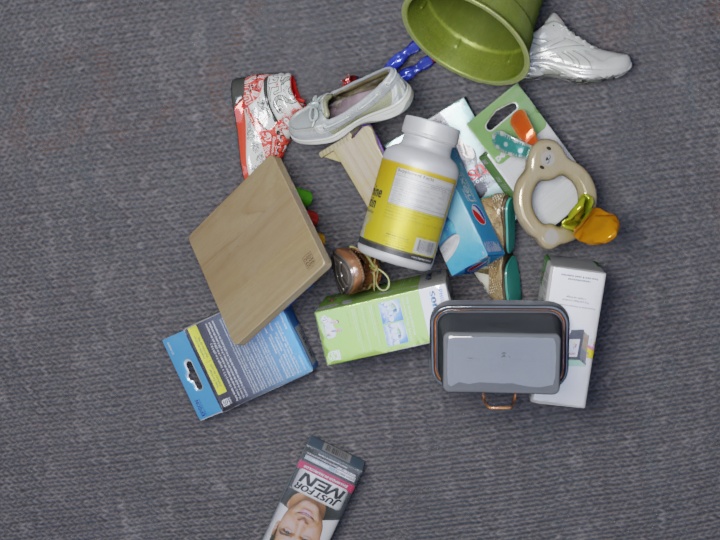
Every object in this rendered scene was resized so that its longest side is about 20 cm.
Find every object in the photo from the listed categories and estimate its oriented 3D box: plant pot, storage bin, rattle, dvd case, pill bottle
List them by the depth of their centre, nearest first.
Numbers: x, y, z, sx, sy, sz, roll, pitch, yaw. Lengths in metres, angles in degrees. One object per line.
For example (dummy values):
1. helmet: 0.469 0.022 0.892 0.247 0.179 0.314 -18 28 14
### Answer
1. storage bin: 0.190 0.123 1.595 0.198 0.134 0.147 1 98 6
2. pill bottle: 0.073 -0.108 1.624 0.111 0.112 0.202 16 94 3
3. rattle: 0.269 -0.130 1.631 0.129 0.143 0.202 -19 99 7
4. plant pot: 0.188 -0.398 1.646 0.199 0.200 0.191 30 73 1
5. dvd case: 0.145 -0.140 1.768 0.145 0.022 0.201 -29 96 8

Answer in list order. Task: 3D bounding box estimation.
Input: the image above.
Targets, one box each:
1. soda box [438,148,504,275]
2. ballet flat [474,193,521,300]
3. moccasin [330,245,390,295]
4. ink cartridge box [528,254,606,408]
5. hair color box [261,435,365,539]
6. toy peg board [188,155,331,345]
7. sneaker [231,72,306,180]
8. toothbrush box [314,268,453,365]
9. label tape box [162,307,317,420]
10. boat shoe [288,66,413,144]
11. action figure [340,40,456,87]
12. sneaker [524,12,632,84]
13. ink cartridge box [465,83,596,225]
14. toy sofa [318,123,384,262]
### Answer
1. soda box: 0.131 -0.097 1.697 0.068 0.064 0.202 -30 76 29
2. ballet flat: 0.203 -0.021 1.754 0.065 0.070 0.202 3 111 25
3. moccasin: 0.000 0.002 1.709 0.077 0.201 0.074 -14 82 1
4. ink cartridge box: 0.301 0.088 1.721 0.083 0.145 0.202 8 98 4
5. hair color box: -0.079 0.374 1.836 0.098 0.061 0.201 25 100 1
6. toy peg board: -0.126 -0.024 1.717 0.200 0.097 0.200 -41 61 26
7. sneaker: -0.127 -0.198 1.762 0.107 0.067 0.204 -8 94 9
8. toothbrush box: 0.042 0.068 1.742 0.198 0.146 0.087 -14 97 6
9. label tape box: -0.186 0.126 1.812 0.199 0.066 0.144 -25 94 10
10. boat shoe: -0.023 -0.239 1.673 0.200 0.075 0.065 -13 140 29
11. action figure: 0.046 -0.292 1.722 0.199 0.099 0.066 -35 93 11
12. sneaker: 0.299 -0.326 1.704 0.198 0.078 0.101 4 94 4
13. ink cartridge box: 0.246 -0.163 1.725 0.104 0.059 0.201 -38 95 -5
14. toy sofa: 0.035 -0.124 1.737 0.097 0.083 0.201 -30 94 28
